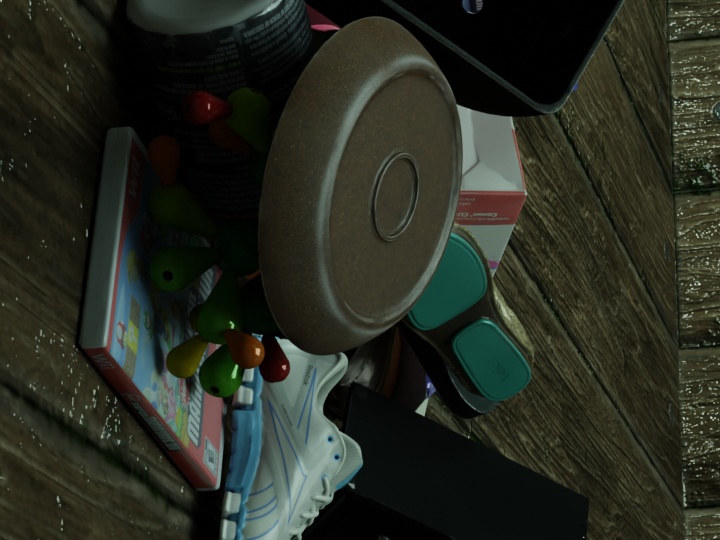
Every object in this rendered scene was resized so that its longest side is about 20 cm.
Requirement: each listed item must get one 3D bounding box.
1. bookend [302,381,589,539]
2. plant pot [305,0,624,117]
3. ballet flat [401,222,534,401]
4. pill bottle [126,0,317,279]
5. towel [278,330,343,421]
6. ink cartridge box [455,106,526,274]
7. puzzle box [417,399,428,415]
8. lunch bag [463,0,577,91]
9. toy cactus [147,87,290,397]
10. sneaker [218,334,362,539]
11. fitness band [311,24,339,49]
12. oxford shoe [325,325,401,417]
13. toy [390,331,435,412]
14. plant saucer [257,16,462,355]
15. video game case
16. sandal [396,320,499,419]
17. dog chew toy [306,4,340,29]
[{"bbox_3d":[0.024,0.203,1.709,0.200,0.199,0.092,28,43,-17],"label":"bookend"},{"bbox_3d":[0.062,-0.215,1.529,0.200,0.199,0.177,-58,-172,-14],"label":"plant pot"},{"bbox_3d":[0.057,0.015,1.589,0.065,0.070,0.200,61,0,40],"label":"ballet flat"},{"bbox_3d":[-0.069,-0.091,1.480,0.106,0.106,0.200,-75,156,-51],"label":"pill bottle"},{"bbox_3d":[-0.031,-0.006,1.756,0.147,0.022,0.200,50,39,-63],"label":"towel"},{"bbox_3d":[0.066,-0.047,1.877,0.200,0.067,0.117,108,-22,-53],"label":"ink cartridge box"},{"bbox_3d":[0.025,0.074,1.923,0.200,0.025,0.133,-75,154,-52],"label":"puzzle box"},{"bbox_3d":[0.078,-0.204,1.874,0.094,0.200,0.151,-60,142,-65],"label":"lunch bag"},{"bbox_3d":[-0.047,-0.020,1.415,0.165,0.102,0.200,-17,115,-36],"label":"toy cactus"},{"bbox_3d":[-0.043,0.136,1.512,0.075,0.086,0.200,91,3,-76],"label":"sneaker"},{"bbox_3d":[-0.022,-0.072,1.590,0.144,0.037,0.200,108,-32,-44],"label":"fitness band"},{"bbox_3d":[0.000,0.000,1.704,0.073,0.071,0.200,44,46,-61],"label":"oxford shoe"},{"bbox_3d":[0.035,0.047,1.773,0.115,0.047,0.200,125,-30,-44],"label":"toy"},{"bbox_3d":[0.009,-0.046,1.403,0.200,0.034,0.201,-32,128,-53],"label":"plant saucer"},{"bbox_3d":[-0.116,0.026,1.437,0.200,0.017,0.143,60,29,-57],"label":"video game case"},{"bbox_3d":[0.046,0.010,1.673,0.201,0.048,0.075,54,36,-15],"label":"sandal"},{"bbox_3d":[0.003,-0.174,1.760,0.200,0.124,0.125,81,14,-48],"label":"dog chew toy"}]
